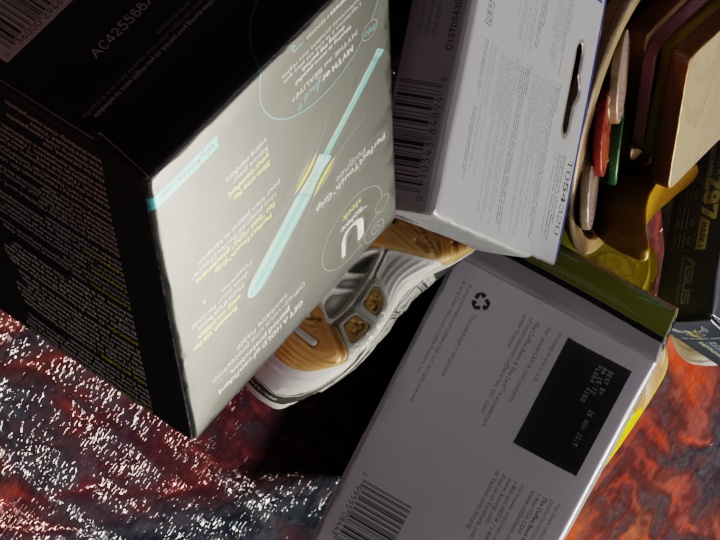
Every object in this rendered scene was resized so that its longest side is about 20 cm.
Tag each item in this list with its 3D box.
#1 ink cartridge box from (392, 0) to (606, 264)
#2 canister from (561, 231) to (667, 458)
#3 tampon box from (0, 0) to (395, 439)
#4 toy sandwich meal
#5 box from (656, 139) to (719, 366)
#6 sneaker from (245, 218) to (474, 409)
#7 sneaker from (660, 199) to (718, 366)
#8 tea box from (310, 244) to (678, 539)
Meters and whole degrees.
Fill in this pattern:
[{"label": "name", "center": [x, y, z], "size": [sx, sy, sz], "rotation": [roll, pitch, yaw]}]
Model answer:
[{"label": "ink cartridge box", "center": [0.074, -0.112, 1.447], "size": [0.200, 0.043, 0.197], "rotation": [21, 79, -68]}, {"label": "canister", "center": [0.143, 0.059, 1.848], "size": [0.149, 0.086, 0.200], "rotation": [-55, 160, -10]}, {"label": "tampon box", "center": [-0.079, -0.059, 1.151], "size": [0.150, 0.126, 0.200], "rotation": [-47, 157, -24]}, {"label": "toy sandwich meal", "center": [0.184, -0.097, 1.701], "size": [0.205, 0.070, 0.206], "rotation": [17, 90, -72]}, {"label": "box", "center": [0.270, -0.031, 1.830], "size": [0.158, 0.051, 0.201], "rotation": [31, 63, -44]}, {"label": "sneaker", "center": [0.000, 0.000, 1.504], "size": [0.200, 0.076, 0.088], "rotation": [-40, 173, -38]}, {"label": "sneaker", "center": [0.231, -0.036, 1.874], "size": [0.081, 0.075, 0.201], "rotation": [17, 73, -59]}, {"label": "tea box", "center": [0.084, 0.092, 1.638], "size": [0.201, 0.133, 0.197], "rotation": [-62, 174, 11]}]
